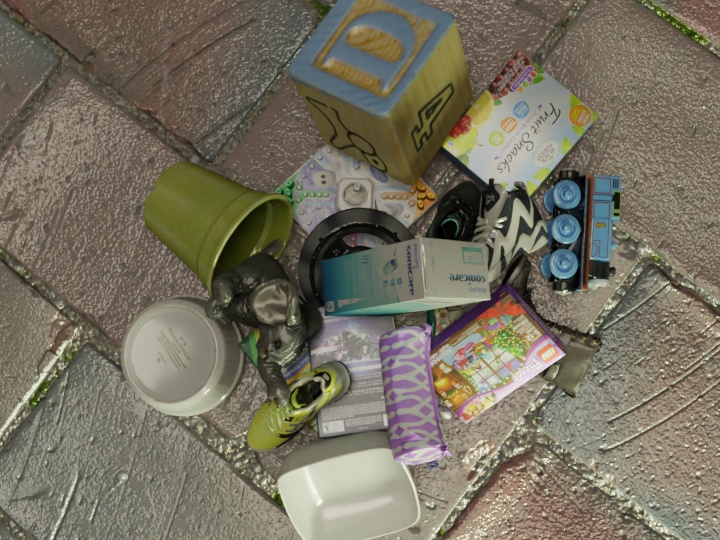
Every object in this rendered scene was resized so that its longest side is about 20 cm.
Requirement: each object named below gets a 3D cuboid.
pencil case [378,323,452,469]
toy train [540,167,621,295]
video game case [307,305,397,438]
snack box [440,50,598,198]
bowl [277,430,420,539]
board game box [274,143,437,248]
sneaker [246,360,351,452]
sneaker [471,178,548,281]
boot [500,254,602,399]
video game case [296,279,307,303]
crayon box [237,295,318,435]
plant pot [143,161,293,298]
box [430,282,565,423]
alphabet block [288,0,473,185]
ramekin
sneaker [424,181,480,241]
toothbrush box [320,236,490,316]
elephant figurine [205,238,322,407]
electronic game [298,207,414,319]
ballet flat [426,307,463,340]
[{"bbox_3d":[0.077,0.183,1.324,0.085,0.084,0.202,-22,63,27],"label":"pencil case"},{"bbox_3d":[0.348,-0.060,1.432,0.113,0.087,0.202,4,86,-2],"label":"toy train"},{"bbox_3d":[-0.007,0.150,1.408,0.141,0.019,0.202,-8,81,4],"label":"video game case"},{"bbox_3d":[0.254,-0.219,1.467,0.168,0.068,0.200,41,91,8],"label":"snack box"},{"bbox_3d":[-0.016,0.327,1.396,0.198,0.075,0.201,-14,125,6],"label":"bowl"},{"bbox_3d":[-0.009,-0.124,1.496,0.200,0.026,0.200,-42,80,-4],"label":"board game box"},{"bbox_3d":[-0.106,0.203,1.373,0.200,0.076,0.076,-43,72,17],"label":"sneaker"},{"bbox_3d":[0.192,-0.066,1.365,0.198,0.079,0.131,-27,110,-21],"label":"sneaker"},{"bbox_3d":[0.293,0.087,1.423,0.172,0.069,0.202,15,109,6],"label":"boot"},{"bbox_3d":[-0.056,0.090,1.489,0.142,0.018,0.202,21,86,8],"label":"video game case"},{"bbox_3d":[-0.083,0.153,1.450,0.126,0.052,0.200,-41,82,0],"label":"crayon box"},{"bbox_3d":[-0.238,-0.076,1.454,0.183,0.200,0.201,33,88,20],"label":"plant pot"},{"bbox_3d":[0.192,0.129,1.390,0.200,0.039,0.137,-39,107,21],"label":"box"},{"bbox_3d":[0.037,-0.287,1.396,0.194,0.200,0.197,31,77,25],"label":"alphabet block"},{"bbox_3d":[-0.294,0.136,1.470,0.200,0.094,0.205,-1,84,6],"label":"ramekin"},{"bbox_3d":[0.150,-0.074,1.422,0.075,0.079,0.201,31,54,-2],"label":"sneaker"},{"bbox_3d":[0.062,0.014,1.293,0.199,0.146,0.086,-11,80,45],"label":"toothbrush box"},{"bbox_3d":[-0.124,0.076,1.367,0.199,0.141,0.156,35,120,28],"label":"elephant figurine"},{"bbox_3d":[0.000,0.000,1.439,0.198,0.042,0.202,-1,105,-2],"label":"electronic game"},{"bbox_3d":[0.132,0.046,1.449,0.063,0.076,0.202,-3,86,-2],"label":"ballet flat"}]
